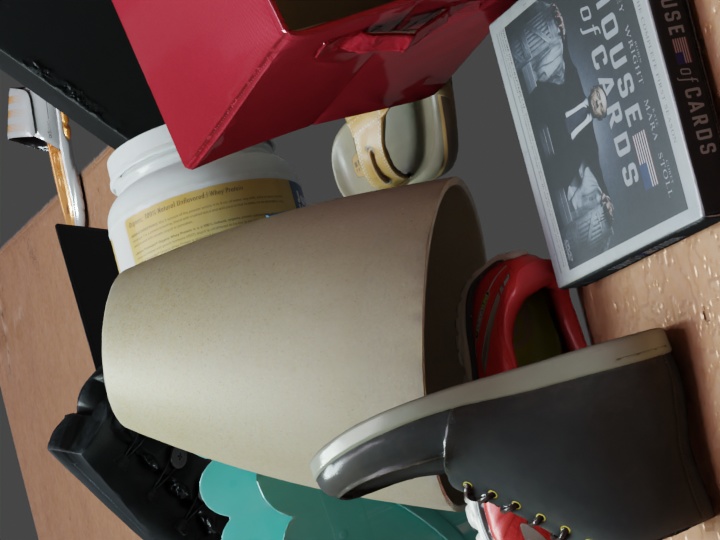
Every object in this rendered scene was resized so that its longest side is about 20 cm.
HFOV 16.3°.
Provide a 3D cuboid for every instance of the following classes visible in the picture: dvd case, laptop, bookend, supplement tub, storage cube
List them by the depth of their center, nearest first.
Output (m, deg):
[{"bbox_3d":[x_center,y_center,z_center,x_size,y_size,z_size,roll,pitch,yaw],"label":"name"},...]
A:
[{"bbox_3d":[0.123,-0.080,1.253,0.200,0.025,0.151,146,111,-72],"label":"dvd case"},{"bbox_3d":[-0.031,-0.186,1.360,0.201,0.170,0.180,65,153,12],"label":"storage cube"},{"bbox_3d":[-0.099,0.001,1.802,0.145,0.144,0.201,129,127,-68],"label":"supplement tub"},{"bbox_3d":[-0.175,-0.208,1.952,0.200,0.198,0.092,-58,17,-8],"label":"bookend"},{"bbox_3d":[-0.202,0.073,2.220,0.200,0.115,0.188,116,140,-63],"label":"laptop"}]

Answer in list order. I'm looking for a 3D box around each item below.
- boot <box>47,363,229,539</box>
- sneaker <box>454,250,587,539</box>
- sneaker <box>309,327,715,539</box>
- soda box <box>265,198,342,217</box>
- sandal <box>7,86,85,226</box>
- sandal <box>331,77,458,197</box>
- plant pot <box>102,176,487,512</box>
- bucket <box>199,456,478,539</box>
[{"bbox_3d":[-0.130,0.133,1.867,0.065,0.165,0.200,-19,126,37],"label":"boot"},{"bbox_3d":[0.099,0.088,1.360,0.085,0.077,0.201,163,95,-67],"label":"sneaker"},{"bbox_3d":[0.074,0.108,1.269,0.075,0.199,0.107,3,-111,-70],"label":"sneaker"},{"bbox_3d":[0.000,0.000,1.625,0.200,0.064,0.068,-160,59,-69],"label":"soda box"},{"bbox_3d":[-0.331,-0.133,2.586,0.079,0.059,0.208,155,102,-72],"label":"sandal"},{"bbox_3d":[0.012,-0.084,1.542,0.200,0.054,0.081,139,117,-65],"label":"sandal"},{"bbox_3d":[-0.039,0.043,1.432,0.187,0.199,0.188,-1,-90,-76],"label":"plant pot"},{"bbox_3d":[-0.017,0.141,1.614,0.207,0.134,0.208,159,90,-75],"label":"bucket"}]
